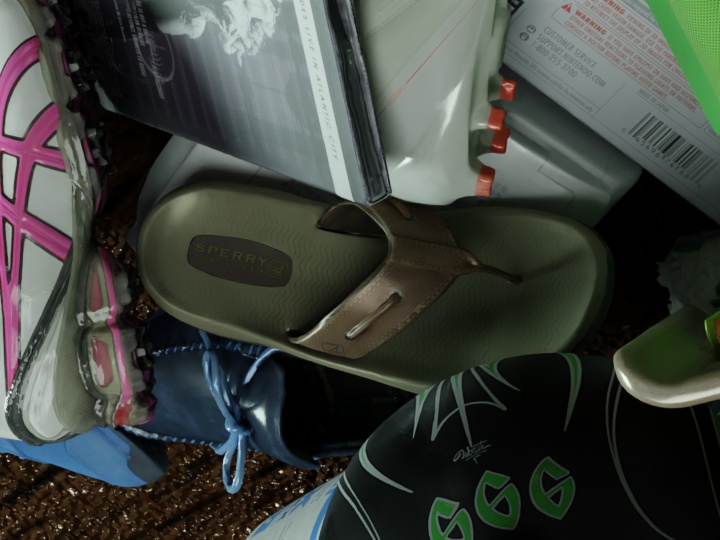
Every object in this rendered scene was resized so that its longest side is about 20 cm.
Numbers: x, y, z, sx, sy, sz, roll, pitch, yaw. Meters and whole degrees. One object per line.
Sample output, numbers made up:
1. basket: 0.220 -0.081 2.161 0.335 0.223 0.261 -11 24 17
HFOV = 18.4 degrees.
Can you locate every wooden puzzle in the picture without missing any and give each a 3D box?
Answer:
1. wooden puzzle: 0.201 0.007 0.799 0.200 0.185 0.037 -11 91 17

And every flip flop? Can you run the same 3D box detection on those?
1. flip flop: 0.000 0.000 0.878 0.200 0.081 0.058 11 169 17

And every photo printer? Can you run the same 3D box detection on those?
1. photo printer: 0.001 -0.030 0.957 0.166 0.070 0.200 32 132 -8

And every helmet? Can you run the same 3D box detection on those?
1. helmet: 0.074 0.126 0.815 0.199 0.191 0.200 -4 125 -6

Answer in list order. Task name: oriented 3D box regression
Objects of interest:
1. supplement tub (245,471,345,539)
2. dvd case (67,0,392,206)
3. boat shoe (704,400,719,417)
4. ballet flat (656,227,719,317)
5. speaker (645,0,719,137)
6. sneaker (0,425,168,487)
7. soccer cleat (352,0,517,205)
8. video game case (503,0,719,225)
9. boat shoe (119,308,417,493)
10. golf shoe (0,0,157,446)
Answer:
1. supplement tub: 0.016 0.154 1.019 0.132 0.132 0.200 33 156 -9
2. dvd case: -0.065 -0.115 0.861 0.200 0.016 0.149 23 132 50
3. boat shoe: 0.175 0.077 0.902 0.199 0.068 0.074 -24 116 9
4. ballet flat: 0.189 0.058 0.977 0.072 0.072 0.200 -15 120 29
5. speaker: 0.148 -0.101 0.777 0.088 0.089 0.200 -16 121 30
6. sneaker: -0.175 0.049 0.991 0.078 0.066 0.200 -45 122 11
7. soccer cleat: 0.024 -0.113 0.809 0.077 0.069 0.200 13 123 8
8. video game case: 0.130 -0.130 0.845 0.200 0.045 0.181 35 131 -11
9. boat shoe: -0.027 0.046 0.936 0.200 0.069 0.084 -11 125 28
10. golf shoe: -0.144 -0.028 0.914 0.092 0.073 0.201 -11 86 0
